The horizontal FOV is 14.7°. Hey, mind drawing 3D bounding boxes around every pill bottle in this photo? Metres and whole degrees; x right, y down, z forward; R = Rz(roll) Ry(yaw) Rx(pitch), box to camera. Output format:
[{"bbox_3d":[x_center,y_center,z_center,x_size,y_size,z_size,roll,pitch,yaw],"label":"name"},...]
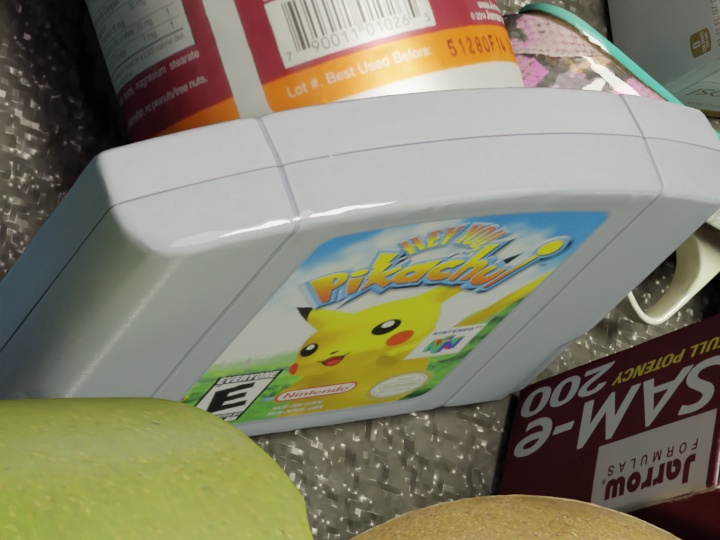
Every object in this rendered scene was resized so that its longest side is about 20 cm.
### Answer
[{"bbox_3d":[-0.035,-0.120,0.777,0.109,0.110,0.200,-15,84,-37],"label":"pill bottle"}]

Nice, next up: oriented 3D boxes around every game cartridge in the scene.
[{"bbox_3d":[0.000,0.000,0.747,0.200,0.133,0.041,-7,60,-35],"label":"game cartridge"}]

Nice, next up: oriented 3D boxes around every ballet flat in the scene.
[{"bbox_3d":[0.112,-0.009,0.876,0.200,0.069,0.071,29,79,-19],"label":"ballet flat"}]

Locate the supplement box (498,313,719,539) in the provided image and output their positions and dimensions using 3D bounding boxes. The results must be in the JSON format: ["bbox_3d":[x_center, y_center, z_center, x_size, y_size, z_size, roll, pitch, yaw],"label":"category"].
[{"bbox_3d":[0.151,0.085,0.839,0.200,0.109,0.061,25,62,-27],"label":"supplement box"}]

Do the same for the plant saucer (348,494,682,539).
[{"bbox_3d":[0.049,0.156,0.720,0.200,0.035,0.201,3,79,-16],"label":"plant saucer"}]

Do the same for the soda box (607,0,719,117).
[{"bbox_3d":[0.117,-0.153,0.920,0.068,0.064,0.201,3,73,-33],"label":"soda box"}]

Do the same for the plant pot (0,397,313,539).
[{"bbox_3d":[-0.104,0.104,0.623,0.184,0.200,0.201,-10,81,-47],"label":"plant pot"}]
